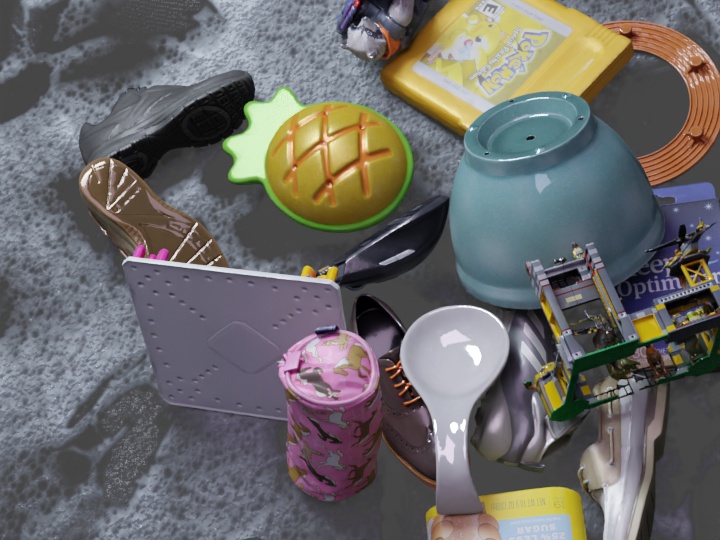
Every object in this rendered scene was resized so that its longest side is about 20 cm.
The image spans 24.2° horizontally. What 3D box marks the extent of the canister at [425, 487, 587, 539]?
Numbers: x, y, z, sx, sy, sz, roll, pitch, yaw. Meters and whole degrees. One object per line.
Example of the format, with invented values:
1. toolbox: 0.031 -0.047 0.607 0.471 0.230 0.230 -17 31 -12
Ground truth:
1. canister: 0.132 0.294 1.417 0.147 0.087 0.201 -9 60 7

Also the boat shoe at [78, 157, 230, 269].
1. boat shoe: -0.200 -0.028 1.665 0.071 0.065 0.200 -40 80 -21

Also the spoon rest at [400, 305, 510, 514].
1. spoon rest: 0.084 0.111 1.463 0.099 0.061 0.201 -5 53 8

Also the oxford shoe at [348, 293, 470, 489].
1. oxford shoe: 0.038 0.110 1.539 0.071 0.073 0.201 -29 61 -5

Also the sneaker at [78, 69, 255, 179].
1. sneaker: -0.205 -0.162 1.734 0.199 0.076 0.091 -27 54 -6

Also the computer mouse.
1. computer mouse: 0.000 0.000 1.587 0.199 0.140 0.046 -34 95 -16

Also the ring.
1. ring: 0.264 -0.170 1.675 0.199 0.019 0.202 -5 62 9

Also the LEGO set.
1. LEGO set: 0.223 0.033 1.449 0.199 0.154 0.116 -21 62 -1

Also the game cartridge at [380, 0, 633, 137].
1. game cartridge: 0.146 -0.209 1.696 0.200 0.032 0.176 34 73 35

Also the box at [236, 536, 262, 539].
1. box: -0.055 0.344 1.409 0.199 0.043 0.161 29 100 23

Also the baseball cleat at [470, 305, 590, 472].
1. baseball cleat: 0.165 0.091 1.539 0.106 0.070 0.201 17 68 1

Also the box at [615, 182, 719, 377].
1. box: 0.287 0.003 1.572 0.120 0.032 0.201 -8 60 7

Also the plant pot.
1. plant pot: 0.166 -0.078 1.533 0.199 0.135 0.201 -15 31 9

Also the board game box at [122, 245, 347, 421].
1. board game box: -0.102 0.061 1.524 0.198 0.201 0.026 7 48 14

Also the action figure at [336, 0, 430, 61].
1. action figure: 0.052 -0.291 1.702 0.104 0.200 0.194 38 75 -1

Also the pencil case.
1. pencil case: -0.026 0.131 1.471 0.082 0.200 0.087 -25 60 -15

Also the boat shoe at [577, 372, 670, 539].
1. boat shoe: 0.225 0.181 1.469 0.068 0.075 0.201 6 53 15

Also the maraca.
1. maraca: -0.042 -0.110 1.651 0.199 0.107 0.138 23 70 22
